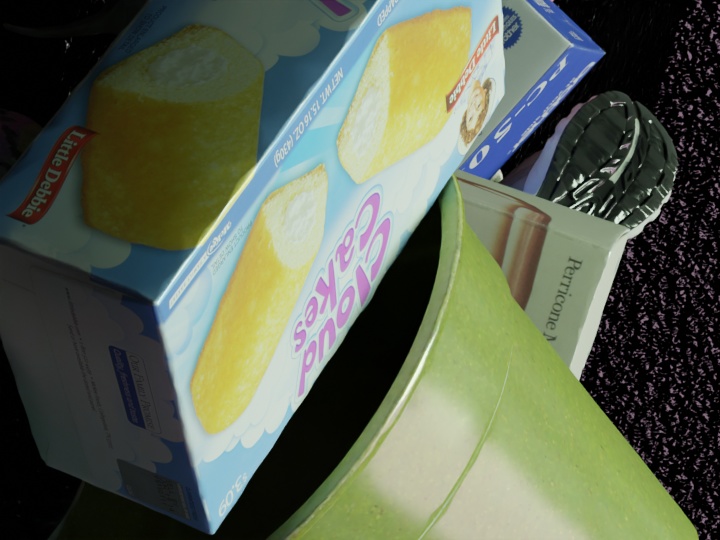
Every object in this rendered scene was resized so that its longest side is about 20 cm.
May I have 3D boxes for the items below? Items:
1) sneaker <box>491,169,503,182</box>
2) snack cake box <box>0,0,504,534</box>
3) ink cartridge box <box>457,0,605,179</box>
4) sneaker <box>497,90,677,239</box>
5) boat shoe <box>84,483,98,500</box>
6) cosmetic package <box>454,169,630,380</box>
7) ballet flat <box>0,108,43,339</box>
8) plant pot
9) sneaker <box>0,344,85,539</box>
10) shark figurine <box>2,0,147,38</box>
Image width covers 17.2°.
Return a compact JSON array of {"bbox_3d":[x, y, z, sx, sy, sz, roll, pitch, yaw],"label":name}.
[{"bbox_3d":[0.027,-0.020,1.198,0.075,0.090,0.201,-79,-170,-58],"label":"sneaker"},{"bbox_3d":[-0.029,-0.036,0.725,0.200,0.067,0.115,-56,154,-31],"label":"snack cake box"},{"bbox_3d":[0.021,-0.039,1.066,0.200,0.044,0.094,-48,171,12],"label":"ink cartridge box"},{"bbox_3d":[0.069,-0.001,1.094,0.200,0.074,0.079,-40,179,-35],"label":"sneaker"},{"bbox_3d":[-0.149,0.162,0.893,0.069,0.070,0.201,116,-6,-86],"label":"boat shoe"},{"bbox_3d":[0.000,0.000,0.981,0.087,0.199,0.104,-29,136,-78],"label":"cosmetic package"},{"bbox_3d":[-0.147,0.020,0.677,0.201,0.069,0.071,-65,148,-26],"label":"ballet flat"},{"bbox_3d":[0.022,0.087,0.857,0.200,0.190,0.201,-35,-148,26],"label":"plant pot"},{"bbox_3d":[-0.155,0.118,0.820,0.201,0.070,0.093,-68,-173,-26],"label":"sneaker"},{"bbox_3d":[-0.076,-0.105,0.776,0.215,0.089,0.129,100,-22,-74],"label":"shark figurine"}]
